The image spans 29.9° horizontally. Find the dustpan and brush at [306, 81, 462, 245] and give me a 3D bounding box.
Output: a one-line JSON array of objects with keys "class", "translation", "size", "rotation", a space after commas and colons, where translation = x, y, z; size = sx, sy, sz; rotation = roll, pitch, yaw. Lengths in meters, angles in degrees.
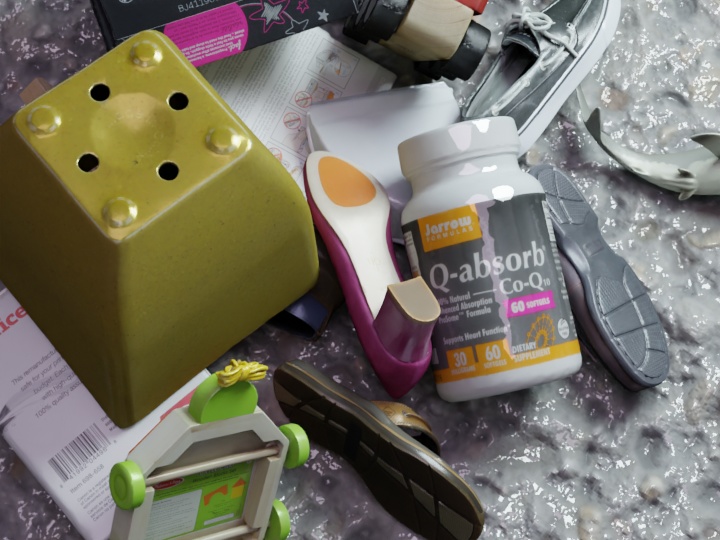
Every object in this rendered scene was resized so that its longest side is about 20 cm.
[{"class": "dustpan and brush", "translation": [0.042, -0.052, 1.115], "size": [0.138, 0.057, 0.201], "rotation": [-11, 62, -19]}]

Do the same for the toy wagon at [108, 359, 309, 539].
[{"class": "toy wagon", "translation": [-0.108, 0.144, 0.953], "size": [0.154, 0.202, 0.039], "rotation": [-8, 32, -41]}]

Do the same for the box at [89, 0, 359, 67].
[{"class": "box", "translation": [-0.120, -0.249, 1.058], "size": [0.198, 0.133, 0.115], "rotation": [-20, 34, -9]}]

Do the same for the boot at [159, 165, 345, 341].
[{"class": "boot", "translation": [-0.093, -0.022, 1.075], "size": [0.198, 0.075, 0.098], "rotation": [22, 62, 3]}]

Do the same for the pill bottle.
[{"class": "pill bottle", "translation": [0.094, -0.008, 1.033], "size": [0.115, 0.116, 0.202], "rotation": [-13, 87, -7]}]

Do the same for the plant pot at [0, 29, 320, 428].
[{"class": "plant pot", "translation": [-0.153, -0.048, 0.935], "size": [0.195, 0.200, 0.194], "rotation": [-37, 74, -18]}]

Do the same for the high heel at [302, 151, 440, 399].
[{"class": "high heel", "translation": [0.000, 0.000, 1.043], "size": [0.067, 0.096, 0.201], "rotation": [-15, 53, -30]}]

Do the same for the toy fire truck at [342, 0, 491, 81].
[{"class": "toy fire truck", "translation": [0.061, -0.273, 1.095], "size": [0.128, 0.176, 0.202], "rotation": [25, 94, -10]}]

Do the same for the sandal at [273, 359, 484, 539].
[{"class": "sandal", "translation": [0.019, 0.130, 1.035], "size": [0.199, 0.082, 0.055], "rotation": [35, 49, 19]}]

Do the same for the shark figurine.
[{"class": "shark figurine", "translation": [0.285, -0.105, 1.140], "size": [0.212, 0.129, 0.090], "rotation": [4, 41, 18]}]

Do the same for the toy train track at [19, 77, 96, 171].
[{"class": "toy train track", "translation": [-0.212, -0.073, 1.113], "size": [0.114, 0.032, 0.201], "rotation": [-39, 81, 20]}]

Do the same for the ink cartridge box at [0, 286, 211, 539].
[{"class": "ink cartridge box", "translation": [-0.200, 0.096, 1.025], "size": [0.144, 0.084, 0.200], "rotation": [-39, 76, -16]}]

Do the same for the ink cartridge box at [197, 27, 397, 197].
[{"class": "ink cartridge box", "translation": [-0.090, -0.148, 1.156], "size": [0.199, 0.050, 0.162], "rotation": [30, 69, -8]}]

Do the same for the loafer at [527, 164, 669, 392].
[{"class": "loafer", "translation": [0.180, 0.012, 1.094], "size": [0.071, 0.063, 0.201], "rotation": [-15, 71, -40]}]

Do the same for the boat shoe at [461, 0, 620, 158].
[{"class": "boat shoe", "translation": [0.149, -0.187, 1.148], "size": [0.200, 0.068, 0.073], "rotation": [-52, 36, -12]}]
